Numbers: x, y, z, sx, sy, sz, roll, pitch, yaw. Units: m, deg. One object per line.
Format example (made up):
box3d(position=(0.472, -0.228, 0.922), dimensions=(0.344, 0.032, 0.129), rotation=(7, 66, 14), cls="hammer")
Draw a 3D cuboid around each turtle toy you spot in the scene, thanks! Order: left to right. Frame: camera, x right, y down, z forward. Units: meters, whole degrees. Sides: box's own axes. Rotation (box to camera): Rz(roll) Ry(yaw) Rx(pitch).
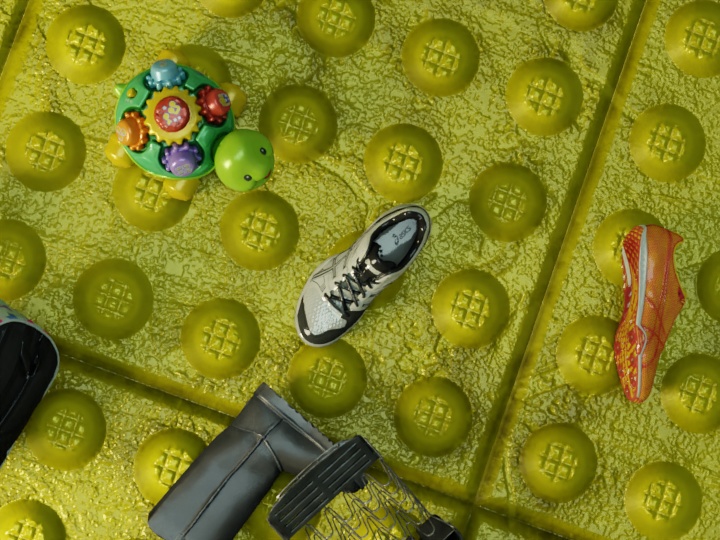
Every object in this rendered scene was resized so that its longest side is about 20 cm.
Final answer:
box3d(position=(-0.184, -0.153, 1.675), dimensions=(0.199, 0.101, 0.146), rotation=(29, 85, -2), cls="turtle toy")

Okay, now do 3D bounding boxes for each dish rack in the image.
box3d(position=(0.001, 0.277, 1.646), dimensions=(0.153, 0.055, 0.200), rotation=(-42, 124, -5), cls="dish rack")

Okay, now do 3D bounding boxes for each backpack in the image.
box3d(position=(-0.421, 0.120, 1.607), dimensions=(0.150, 0.178, 0.200), rotation=(34, 84, 29), cls="backpack")

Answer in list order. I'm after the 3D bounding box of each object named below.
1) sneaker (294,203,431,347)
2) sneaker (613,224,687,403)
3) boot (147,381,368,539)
box3d(position=(0.000, 0.000, 1.687), dimensions=(0.076, 0.088, 0.200), rotation=(41, 87, -2), cls="sneaker")
box3d(position=(0.331, 0.050, 1.714), dimensions=(0.077, 0.073, 0.202), rotation=(8, 89, -13), cls="sneaker")
box3d(position=(-0.113, 0.250, 1.674), dimensions=(0.165, 0.066, 0.200), rotation=(40, 82, 7), cls="boot")
